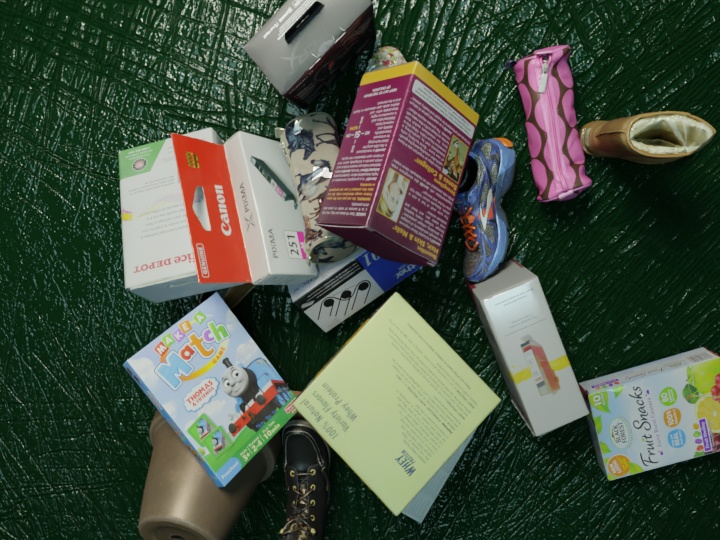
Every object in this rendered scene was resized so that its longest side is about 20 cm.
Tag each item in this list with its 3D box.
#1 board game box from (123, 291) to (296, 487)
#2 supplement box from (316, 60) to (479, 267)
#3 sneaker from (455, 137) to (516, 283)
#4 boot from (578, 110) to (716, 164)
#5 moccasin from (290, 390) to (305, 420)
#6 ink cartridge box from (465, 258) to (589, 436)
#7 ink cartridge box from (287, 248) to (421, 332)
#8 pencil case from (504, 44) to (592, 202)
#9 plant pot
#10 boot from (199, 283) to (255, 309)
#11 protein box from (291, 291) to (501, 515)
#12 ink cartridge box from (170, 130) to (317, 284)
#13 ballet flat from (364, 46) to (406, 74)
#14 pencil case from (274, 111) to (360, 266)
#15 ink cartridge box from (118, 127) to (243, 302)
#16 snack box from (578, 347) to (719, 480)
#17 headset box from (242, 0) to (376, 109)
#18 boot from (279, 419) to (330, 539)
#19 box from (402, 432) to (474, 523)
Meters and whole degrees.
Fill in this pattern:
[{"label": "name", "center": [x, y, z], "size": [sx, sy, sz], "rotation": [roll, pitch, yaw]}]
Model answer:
[{"label": "board game box", "center": [-0.192, 0.155, 0.763], "size": [0.151, 0.036, 0.201], "rotation": [-41, 95, -35]}, {"label": "supplement box", "center": [0.048, -0.125, 0.697], "size": [0.130, 0.102, 0.205], "rotation": [25, 80, -39]}, {"label": "sneaker", "center": [0.161, -0.085, 0.799], "size": [0.077, 0.075, 0.206], "rotation": [3, 92, -22]}, {"label": "boot", "center": [0.381, -0.165, 0.716], "size": [0.170, 0.200, 0.068], "rotation": [-4, 100, 4]}, {"label": "moccasin", "center": [-0.153, 0.182, 0.871], "size": [0.197, 0.074, 0.079], "rotation": [18, 80, 0]}, {"label": "ink cartridge box", "center": [0.228, 0.102, 0.800], "size": [0.082, 0.145, 0.204], "rotation": [-22, 99, 5]}, {"label": "ink cartridge box", "center": [0.000, 0.000, 0.822], "size": [0.198, 0.045, 0.094], "rotation": [-34, 135, 7]}, {"label": "pencil case", "center": [0.260, -0.194, 0.772], "size": [0.089, 0.094, 0.205], "rotation": [-15, 100, 7]}, {"label": "plant pot", "center": [-0.228, 0.296, 0.807], "size": [0.195, 0.176, 0.204], "rotation": [6, 130, 7]}, {"label": "boot", "center": [-0.163, -0.013, 0.836], "size": [0.073, 0.075, 0.201], "rotation": [40, 97, 0]}, {"label": "protein box", "center": [0.046, 0.175, 0.793], "size": [0.198, 0.135, 0.200], "rotation": [44, 86, 4]}, {"label": "ink cartridge box", "center": [-0.148, -0.084, 0.745], "size": [0.043, 0.172, 0.205], "rotation": [-23, 76, 34]}, {"label": "ballet flat", "center": [0.026, -0.211, 0.766], "size": [0.074, 0.064, 0.206], "rotation": [6, 87, 16]}, {"label": "pencil case", "center": [-0.056, -0.110, 0.774], "size": [0.087, 0.078, 0.205], "rotation": [-13, 73, -2]}, {"label": "ink cartridge box", "center": [-0.245, -0.072, 0.785], "size": [0.142, 0.088, 0.205], "rotation": [-12, 71, 5]}, {"label": "snack box", "center": [0.446, 0.215, 0.855], "size": [0.195, 0.053, 0.146], "rotation": [-17, 98, 6]}, {"label": "headset box", "center": [-0.057, -0.290, 0.717], "size": [0.148, 0.200, 0.075], "rotation": [-42, 96, 10]}, {"label": "boot", "center": [-0.085, 0.337, 0.830], "size": [0.071, 0.152, 0.204], "rotation": [1, 122, 4]}, {"label": "box", "center": [0.125, 0.297, 0.893], "size": [0.041, 0.039, 0.203], "rotation": [26, 100, 0]}]
